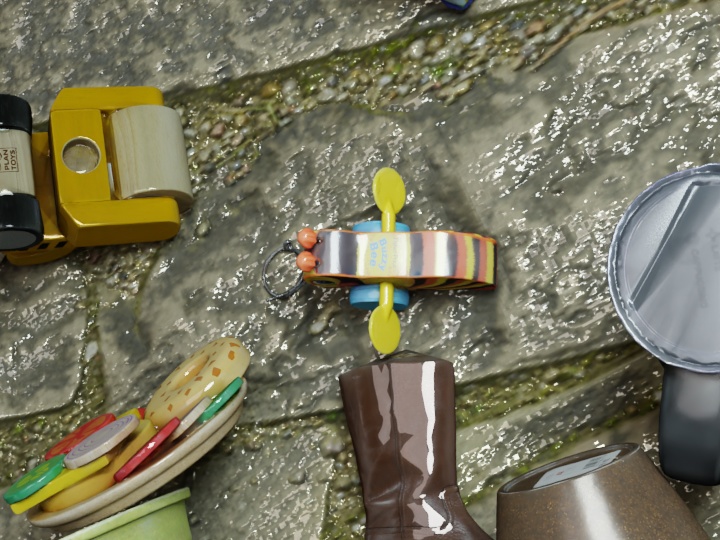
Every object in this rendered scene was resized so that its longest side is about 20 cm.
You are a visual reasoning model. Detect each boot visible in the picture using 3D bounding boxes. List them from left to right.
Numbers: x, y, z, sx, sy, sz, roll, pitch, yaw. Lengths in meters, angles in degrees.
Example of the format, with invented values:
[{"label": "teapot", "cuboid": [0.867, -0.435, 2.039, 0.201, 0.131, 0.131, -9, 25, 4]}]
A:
[{"label": "boot", "cuboid": [0.074, 0.146, 0.841, 0.183, 0.064, 0.204, -10, 71, 18]}]

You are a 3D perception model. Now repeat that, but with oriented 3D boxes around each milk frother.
[{"label": "milk frother", "cuboid": [0.269, 0.038, 0.707, 0.197, 0.188, 0.184, -12, 75, 20]}]

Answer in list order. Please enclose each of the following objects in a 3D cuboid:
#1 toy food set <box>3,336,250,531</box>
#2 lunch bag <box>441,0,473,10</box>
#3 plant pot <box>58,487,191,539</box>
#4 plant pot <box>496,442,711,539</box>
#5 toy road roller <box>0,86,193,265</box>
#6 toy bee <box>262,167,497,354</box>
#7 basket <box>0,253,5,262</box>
[{"label": "toy food set", "cuboid": [-0.169, 0.127, 0.876, 0.198, 0.198, 0.049, -28, 100, 8]}, {"label": "lunch bag", "cuboid": [0.070, -0.330, 0.876, 0.126, 0.170, 0.202, 29, 89, 25]}, {"label": "plant pot", "cuboid": [-0.186, 0.289, 0.859, 0.198, 0.200, 0.187, -26, 82, 16]}, {"label": "plant pot", "cuboid": [0.158, 0.215, 0.695, 0.184, 0.187, 0.203, -19, 86, 18]}, {"label": "toy road roller", "cuboid": [-0.252, -0.073, 1.003, 0.197, 0.146, 0.125, -6, 73, -17]}, {"label": "toy bee", "cuboid": [0.000, 0.000, 0.872, 0.198, 0.108, 0.133, -24, 73, 16]}, {"label": "basket", "cuboid": [-0.430, -0.013, 1.040, 0.200, 0.135, 0.123, -48, 68, 7]}]
